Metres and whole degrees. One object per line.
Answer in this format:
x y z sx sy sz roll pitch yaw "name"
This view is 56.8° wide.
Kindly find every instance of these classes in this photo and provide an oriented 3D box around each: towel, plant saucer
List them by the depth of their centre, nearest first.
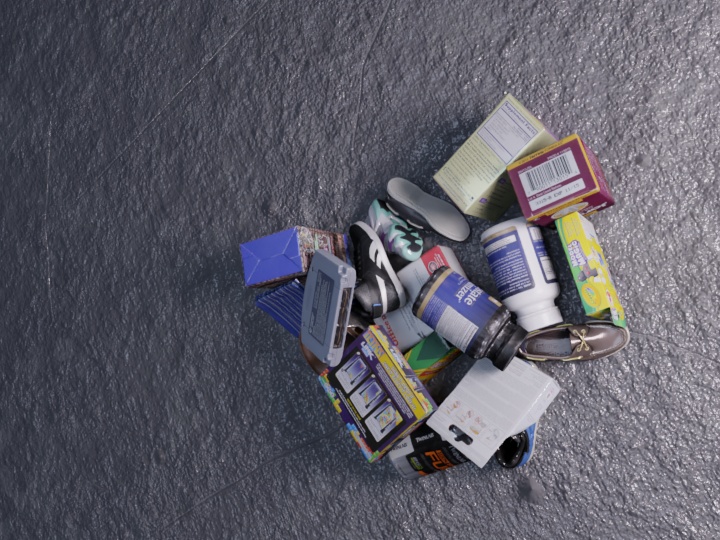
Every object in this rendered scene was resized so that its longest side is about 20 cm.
-0.042 0.178 1.419 0.198 0.037 0.202 23 135 24 "plant saucer"
-0.142 0.089 1.461 0.145 0.024 0.199 43 148 -17 "towel"

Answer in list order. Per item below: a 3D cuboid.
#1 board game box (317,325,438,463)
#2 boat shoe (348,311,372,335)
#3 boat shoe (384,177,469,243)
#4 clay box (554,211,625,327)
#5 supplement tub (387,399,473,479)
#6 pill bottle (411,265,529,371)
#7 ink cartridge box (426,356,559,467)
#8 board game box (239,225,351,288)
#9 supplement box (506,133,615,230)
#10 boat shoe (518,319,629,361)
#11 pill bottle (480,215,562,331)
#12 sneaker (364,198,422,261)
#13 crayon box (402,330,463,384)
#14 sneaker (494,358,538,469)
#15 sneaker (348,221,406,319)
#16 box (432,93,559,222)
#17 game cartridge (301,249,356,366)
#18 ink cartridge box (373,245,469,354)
0.030 0.235 1.281 0.165 0.056 0.201 -44 65 21 "board game box"
-0.023 0.135 1.451 0.198 0.070 0.072 26 101 28 "boat shoe"
0.134 -0.114 1.374 0.199 0.074 0.061 32 146 11 "boat shoe"
0.406 0.007 1.169 0.047 0.114 0.203 -22 71 28 "clay box"
0.157 0.326 1.309 0.198 0.122 0.124 -28 75 27 "supplement tub"
0.201 0.089 1.210 0.199 0.112 0.113 36 105 17 "pill bottle"
0.239 0.246 1.210 0.201 0.057 0.162 -52 37 -7 "ink cartridge box"
-0.137 -0.023 1.448 0.158 0.199 0.098 -14 80 29 "board game box"
0.354 -0.148 1.166 0.130 0.199 0.105 -24 77 27 "supplement box"
0.386 0.131 1.215 0.197 0.059 0.073 -9 83 26 "boat shoe"
0.305 0.010 1.240 0.110 0.111 0.203 -22 78 27 "pill bottle"
0.052 -0.043 1.397 0.141 0.077 0.201 -60 32 24 "sneaker"
0.120 0.191 1.335 0.200 0.126 0.051 -43 69 23 "crayon box"
0.290 0.268 1.240 0.076 0.111 0.203 8 92 30 "sneaker"
0.000 0.000 1.316 0.202 0.111 0.073 61 156 19 "sneaker"
0.261 -0.201 1.236 0.200 0.175 0.097 -47 68 21 "box"
-0.068 0.068 1.305 0.133 0.041 0.203 37 121 55 "game cartridge"
0.126 0.064 1.359 0.199 0.083 0.146 -34 72 23 "ink cartridge box"
